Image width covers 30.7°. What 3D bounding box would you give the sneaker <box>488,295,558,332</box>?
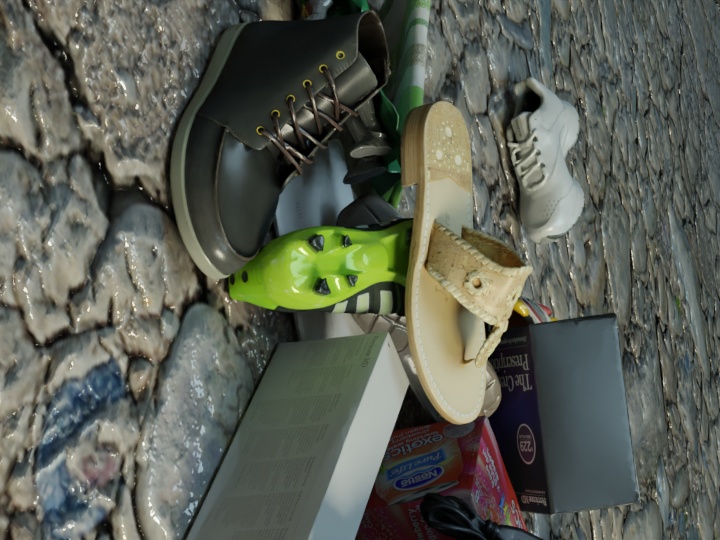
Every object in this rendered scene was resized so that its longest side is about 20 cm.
[{"bbox_3d":[0.150,0.117,1.217,0.082,0.078,0.200,32,44,-54],"label":"sneaker"}]

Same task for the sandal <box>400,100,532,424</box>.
[{"bbox_3d":[0.075,-0.008,0.840,0.078,0.070,0.212,-1,84,-49],"label":"sandal"}]

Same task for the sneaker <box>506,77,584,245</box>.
[{"bbox_3d":[0.184,-0.116,1.379,0.087,0.074,0.200,38,41,-40],"label":"sneaker"}]

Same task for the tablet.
[{"bbox_3d":[-0.020,0.008,0.947,0.130,0.014,0.200,-25,106,-65],"label":"tablet"}]

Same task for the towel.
[{"bbox_3d":[0.030,-0.159,1.020,0.149,0.031,0.200,103,-7,-66],"label":"towel"}]

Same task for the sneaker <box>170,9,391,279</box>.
[{"bbox_3d":[-0.047,-0.088,0.808,0.075,0.106,0.200,53,37,-46],"label":"sneaker"}]

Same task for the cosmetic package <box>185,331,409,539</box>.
[{"bbox_3d":[-0.036,0.122,0.791,0.051,0.082,0.200,65,30,-30],"label":"cosmetic package"}]

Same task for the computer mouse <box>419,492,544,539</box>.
[{"bbox_3d":[0.053,0.245,0.886,0.200,0.110,0.044,-63,-164,17],"label":"computer mouse"}]

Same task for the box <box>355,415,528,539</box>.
[{"bbox_3d":[0.069,0.217,0.955,0.095,0.100,0.200,-68,142,-58],"label":"box"}]

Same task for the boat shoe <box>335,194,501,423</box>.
[{"bbox_3d":[0.035,0.030,0.977,0.200,0.074,0.073,62,1,-21],"label":"boat shoe"}]

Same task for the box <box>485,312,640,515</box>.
[{"bbox_3d":[0.134,0.115,1.036,0.200,0.079,0.141,155,-73,-72],"label":"box"}]

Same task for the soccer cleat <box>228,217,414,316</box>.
[{"bbox_3d":[0.000,0.000,0.870,0.200,0.081,0.068,3,81,-47],"label":"soccer cleat"}]

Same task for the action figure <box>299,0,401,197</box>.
[{"bbox_3d":[-0.019,-0.162,0.928,0.118,0.055,0.200,110,-35,-64],"label":"action figure"}]
